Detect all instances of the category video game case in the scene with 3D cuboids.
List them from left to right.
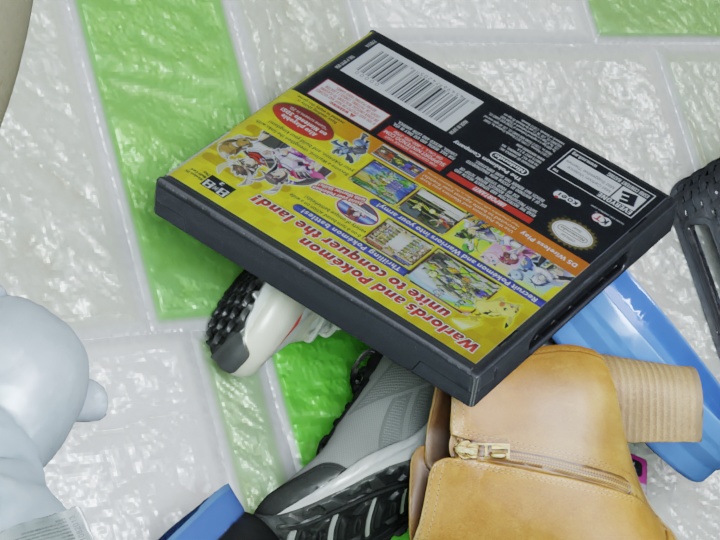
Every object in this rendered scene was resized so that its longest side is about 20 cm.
[{"bbox_3d":[0.029,-0.032,1.275,0.199,0.026,0.181,31,45,23],"label":"video game case"}]

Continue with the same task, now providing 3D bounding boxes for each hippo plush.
[{"bbox_3d":[-0.182,0.071,1.090,0.159,0.199,0.162,47,36,-38],"label":"hippo plush"}]

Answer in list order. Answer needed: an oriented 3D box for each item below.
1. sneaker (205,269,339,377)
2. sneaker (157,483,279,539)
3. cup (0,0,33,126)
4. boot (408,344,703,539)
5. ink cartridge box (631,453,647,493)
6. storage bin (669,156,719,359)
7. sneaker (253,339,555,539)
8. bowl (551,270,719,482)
[{"bbox_3d":[0.000,0.000,1.332,0.093,0.070,0.200,42,46,-6],"label":"sneaker"},{"bbox_3d":[-0.094,0.180,1.172,0.078,0.070,0.200,48,48,-1],"label":"sneaker"},{"bbox_3d":[-0.242,-0.069,1.122,0.199,0.200,0.145,-4,99,-39],"label":"cup"},{"bbox_3d":[0.094,0.137,1.251,0.143,0.071,0.203,0,91,-12],"label":"boot"},{"bbox_3d":[0.100,0.165,1.323,0.094,0.037,0.201,24,46,-16],"label":"ink cartridge box"},{"bbox_3d":[0.301,-0.016,1.561,0.199,0.094,0.136,-5,72,-40],"label":"storage bin"},{"bbox_3d":[0.015,0.081,1.307,0.079,0.074,0.200,41,56,22],"label":"sneaker"},{"bbox_3d":[0.136,0.031,1.373,0.201,0.039,0.201,48,9,-10],"label":"bowl"}]
